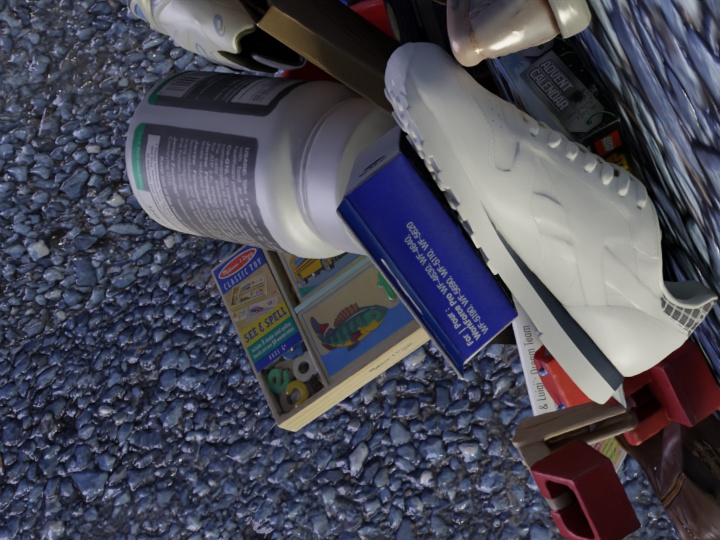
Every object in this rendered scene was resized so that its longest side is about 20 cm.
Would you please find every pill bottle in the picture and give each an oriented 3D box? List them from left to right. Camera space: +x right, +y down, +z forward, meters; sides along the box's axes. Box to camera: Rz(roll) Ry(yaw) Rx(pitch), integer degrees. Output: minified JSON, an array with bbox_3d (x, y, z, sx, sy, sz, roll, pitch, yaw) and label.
[{"bbox_3d":[-0.053,-0.069,0.954,0.199,0.113,0.113,12,144,43],"label":"pill bottle"}]

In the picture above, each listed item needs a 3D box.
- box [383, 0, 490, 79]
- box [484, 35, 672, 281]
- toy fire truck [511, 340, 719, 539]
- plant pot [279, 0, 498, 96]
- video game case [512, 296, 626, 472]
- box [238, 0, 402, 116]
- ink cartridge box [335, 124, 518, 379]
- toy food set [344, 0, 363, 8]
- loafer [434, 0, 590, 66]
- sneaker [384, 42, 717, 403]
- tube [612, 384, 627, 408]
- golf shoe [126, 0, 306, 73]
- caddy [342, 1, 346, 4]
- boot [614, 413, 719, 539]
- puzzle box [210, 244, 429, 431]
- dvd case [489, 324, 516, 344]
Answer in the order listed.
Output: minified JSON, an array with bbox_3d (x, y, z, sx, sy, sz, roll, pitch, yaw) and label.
[{"bbox_3d":[0.041,-0.195,0.926,0.200,0.032,0.122,-133,24,-71],"label":"box"},{"bbox_3d":[0.119,-0.065,0.819,0.138,0.040,0.200,64,-175,36],"label":"box"},{"bbox_3d":[0.145,0.091,0.909,0.049,0.140,0.200,62,167,-16],"label":"toy fire truck"},{"bbox_3d":[0.055,-0.085,1.101,0.177,0.200,0.201,24,-145,-57],"label":"plant pot"},{"bbox_3d":[0.166,0.076,1.118,0.200,0.023,0.184,-35,-66,-64],"label":"video game case"},{"bbox_3d":[0.003,-0.127,0.863,0.199,0.021,0.164,31,-165,-30],"label":"box"},{"bbox_3d":[0.035,-0.018,0.738,0.100,0.039,0.200,53,-170,-9],"label":"ink cartridge box"},{"bbox_3d":[-0.018,-0.283,1.097,0.144,0.060,0.202,48,-135,-75],"label":"toy food set"},{"bbox_3d":[0.051,-0.150,0.697,0.072,0.063,0.200,59,-175,-26],"label":"loafer"},{"bbox_3d":[0.086,-0.034,0.678,0.200,0.080,0.077,51,-171,-23],"label":"sneaker"},{"bbox_3d":[0.108,0.001,0.830,0.058,0.052,0.200,27,-166,-21],"label":"tube"},{"bbox_3d":[-0.067,-0.151,0.946,0.097,0.079,0.200,39,-164,20],"label":"golf shoe"},{"bbox_3d":[-0.009,-0.326,1.295,0.200,0.104,0.142,56,-151,-50],"label":"caddy"},{"bbox_3d":[0.215,0.110,1.000,0.187,0.064,0.200,60,-178,21],"label":"boot"},{"bbox_3d":[0.000,0.000,0.990,0.025,0.199,0.134,26,-147,-57],"label":"puzzle box"},{"bbox_3d":[0.055,0.010,1.153,0.199,0.018,0.142,28,-169,30],"label":"dvd case"}]
